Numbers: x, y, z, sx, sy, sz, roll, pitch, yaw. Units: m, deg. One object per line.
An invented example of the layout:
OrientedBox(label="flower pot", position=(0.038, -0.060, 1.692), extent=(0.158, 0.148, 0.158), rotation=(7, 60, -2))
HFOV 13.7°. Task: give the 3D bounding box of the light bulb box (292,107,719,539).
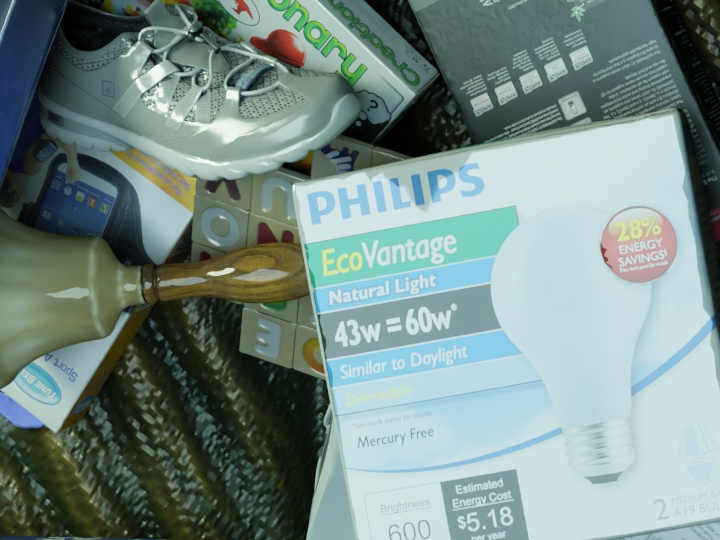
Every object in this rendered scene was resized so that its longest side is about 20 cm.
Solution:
OrientedBox(label="light bulb box", position=(0.084, 0.034, 1.491), extent=(0.197, 0.125, 0.201), rotation=(-11, 91, 7))

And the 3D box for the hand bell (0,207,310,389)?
OrientedBox(label="hand bell", position=(-0.106, 0.006, 1.632), extent=(0.199, 0.104, 0.105), rotation=(-5, 98, 7))

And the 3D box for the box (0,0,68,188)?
OrientedBox(label="box", position=(-0.199, -0.092, 1.596), extent=(0.032, 0.121, 0.201), rotation=(20, 90, -18))

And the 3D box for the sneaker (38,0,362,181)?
OrientedBox(label="sneaker", position=(-0.094, -0.101, 1.580), extent=(0.199, 0.075, 0.082), rotation=(7, 123, 28))

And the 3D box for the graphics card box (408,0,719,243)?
OrientedBox(label="graphics card box", position=(0.118, -0.093, 1.588), extent=(0.125, 0.051, 0.201), rotation=(-25, 93, 21))

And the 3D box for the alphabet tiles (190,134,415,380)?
OrientedBox(label="alphabet tiles", position=(0.000, 0.000, 1.628), extent=(0.199, 0.008, 0.168), rotation=(18, 130, 14))

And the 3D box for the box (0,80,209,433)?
OrientedBox(label="box", position=(-0.174, -0.004, 1.706), extent=(0.119, 0.041, 0.200), rotation=(36, 106, 9))

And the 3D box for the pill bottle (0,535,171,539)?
OrientedBox(label="pill bottle", position=(-0.184, 0.206, 1.707), extent=(0.199, 0.111, 0.112), rotation=(0, 99, 18))

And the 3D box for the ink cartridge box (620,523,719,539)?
OrientedBox(label="ink cartridge box", position=(0.121, 0.153, 1.612), extent=(0.144, 0.084, 0.200), rotation=(42, 108, 6))

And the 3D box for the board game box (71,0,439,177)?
OrientedBox(label="board game box", position=(-0.068, -0.131, 1.621), extent=(0.200, 0.035, 0.126), rotation=(43, 129, 1))

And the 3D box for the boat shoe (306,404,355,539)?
OrientedBox(label="boat shoe", position=(0.016, 0.077, 1.627), extent=(0.071, 0.068, 0.201), rotation=(11, 119, -8))
